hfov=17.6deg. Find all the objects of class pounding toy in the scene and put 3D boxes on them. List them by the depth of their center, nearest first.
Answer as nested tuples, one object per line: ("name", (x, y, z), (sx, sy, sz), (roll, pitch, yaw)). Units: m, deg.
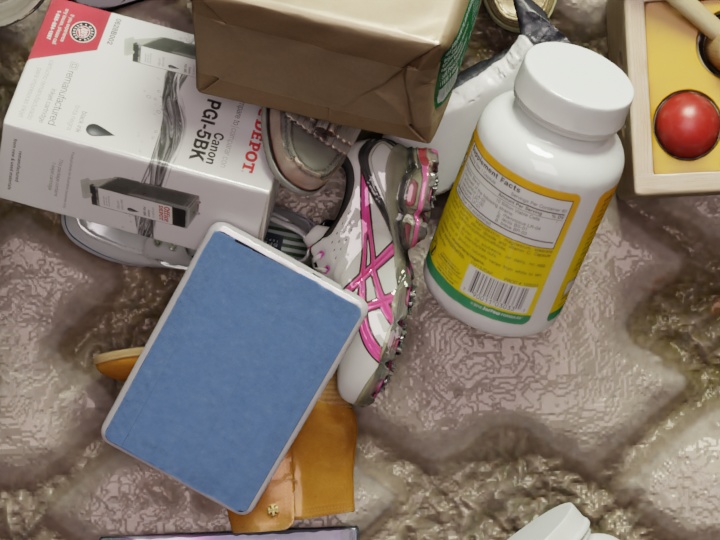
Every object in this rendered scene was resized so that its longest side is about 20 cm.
("pounding toy", (0.257, -0.157, 1.729), (0.183, 0.142, 0.201), (-3, 90, -2))

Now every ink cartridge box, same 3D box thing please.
("ink cartridge box", (-0.152, -0.104, 1.713), (0.199, 0.083, 0.147), (14, 48, -2))

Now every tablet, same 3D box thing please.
("tablet", (-0.094, 0.074, 1.701), (0.130, 0.014, 0.200), (29, 112, -3))

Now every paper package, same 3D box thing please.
("paper package", (-0.008, -0.210, 1.654), (0.190, 0.104, 0.200), (13, 50, 9))

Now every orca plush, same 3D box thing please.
("orca plush", (0.071, -0.131, 1.756), (0.105, 0.071, 0.200), (21, 119, -19))

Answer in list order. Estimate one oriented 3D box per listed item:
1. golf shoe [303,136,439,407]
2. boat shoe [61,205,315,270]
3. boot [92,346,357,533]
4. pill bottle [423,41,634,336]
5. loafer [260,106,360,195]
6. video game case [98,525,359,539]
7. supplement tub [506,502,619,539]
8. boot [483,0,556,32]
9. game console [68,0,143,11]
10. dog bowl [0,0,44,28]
("golf shoe", (0.000, 0.000, 1.733), (0.092, 0.073, 0.201), (10, 96, 0))
("boat shoe", (-0.128, -0.037, 1.757), (0.199, 0.067, 0.074), (4, 90, -2))
("boot", (-0.101, 0.126, 1.757), (0.200, 0.071, 0.145), (0, 90, -6))
("pill bottle", (0.126, -0.061, 1.700), (0.112, 0.113, 0.200), (19, 124, -1))
("loafer", (-0.021, -0.142, 1.695), (0.072, 0.200, 0.063), (35, 133, -21))
("video game case", (-0.098, 0.271, 1.784), (0.199, 0.019, 0.144), (-2, 90, -1))
("supplement tub", (0.172, 0.288, 1.728), (0.145, 0.145, 0.200), (-39, 91, -1))
("boot", (0.130, -0.283, 1.718), (0.072, 0.155, 0.201), (6, 88, -4))
("game console", (-0.149, -0.305, 1.735), (0.199, 0.172, 0.119), (-18, 64, -2))
("dog bowl", (-0.293, -0.279, 1.703), (0.199, 0.074, 0.201), (15, 131, 18))
